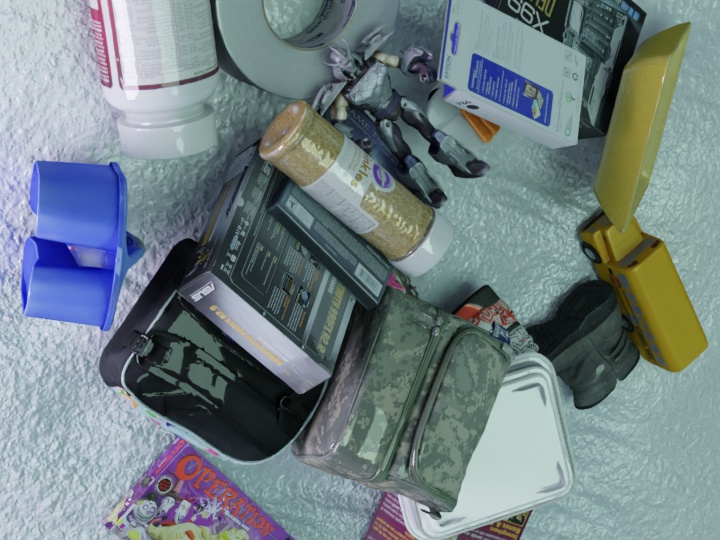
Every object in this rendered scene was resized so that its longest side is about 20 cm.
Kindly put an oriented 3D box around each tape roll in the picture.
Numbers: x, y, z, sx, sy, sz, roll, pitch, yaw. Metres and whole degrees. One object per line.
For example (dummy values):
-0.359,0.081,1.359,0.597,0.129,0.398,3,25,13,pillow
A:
-0.062,-0.269,1.572,0.200,0.066,0.201,-10,109,-29,tape roll

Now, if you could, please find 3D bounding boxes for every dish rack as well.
0.132,0.191,1.721,0.200,0.044,0.172,-16,103,-11,dish rack

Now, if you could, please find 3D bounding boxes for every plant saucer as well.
0.301,-0.163,1.768,0.200,0.048,0.200,-49,152,-65,plant saucer

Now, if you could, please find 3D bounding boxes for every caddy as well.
-0.246,-0.025,1.469,0.105,0.200,0.142,5,102,-14,caddy

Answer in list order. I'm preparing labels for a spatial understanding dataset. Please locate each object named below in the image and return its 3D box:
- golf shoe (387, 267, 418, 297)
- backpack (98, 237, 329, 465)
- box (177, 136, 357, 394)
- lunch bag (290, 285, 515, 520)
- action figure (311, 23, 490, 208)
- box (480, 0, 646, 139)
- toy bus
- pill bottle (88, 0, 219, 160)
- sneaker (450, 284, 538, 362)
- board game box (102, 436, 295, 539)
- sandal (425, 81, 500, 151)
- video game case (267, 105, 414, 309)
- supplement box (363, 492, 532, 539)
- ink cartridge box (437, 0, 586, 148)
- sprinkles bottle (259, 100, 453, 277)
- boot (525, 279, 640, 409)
0.000,0.000,1.696,0.092,0.073,0.200,-29,111,-3,golf shoe
-0.136,0.086,1.582,0.200,0.151,0.178,36,80,-21,backpack
-0.074,-0.008,1.538,0.158,0.048,0.200,42,41,-23,box
0.050,0.127,1.618,0.168,0.139,0.200,26,76,-19,lunch bag
0.035,-0.151,1.588,0.130,0.069,0.200,-44,119,0,action figure
0.203,-0.255,1.715,0.200,0.050,0.158,34,67,-34,box
0.328,0.020,1.884,0.065,0.078,0.200,-38,121,-15,toy bus
-0.187,-0.210,1.490,0.109,0.110,0.200,-16,113,-26,pill bottle
0.103,0.115,1.754,0.201,0.067,0.108,-42,89,-22,sneaker
-0.162,0.277,1.707,0.120,0.032,0.200,-51,123,-12,board game box
0.124,-0.189,1.715,0.207,0.059,0.079,-45,114,-36,sandal
-0.007,-0.075,1.603,0.143,0.019,0.200,45,39,-19,video game case
0.109,0.256,1.814,0.131,0.103,0.200,24,91,-34,supplement box
0.140,-0.196,1.600,0.200,0.039,0.100,21,72,-39,ink cartridge box
-0.003,-0.075,1.539,0.200,0.068,0.068,38,84,-25,sprinkles bottle
0.235,0.115,1.870,0.200,0.070,0.132,-33,126,-12,boot
